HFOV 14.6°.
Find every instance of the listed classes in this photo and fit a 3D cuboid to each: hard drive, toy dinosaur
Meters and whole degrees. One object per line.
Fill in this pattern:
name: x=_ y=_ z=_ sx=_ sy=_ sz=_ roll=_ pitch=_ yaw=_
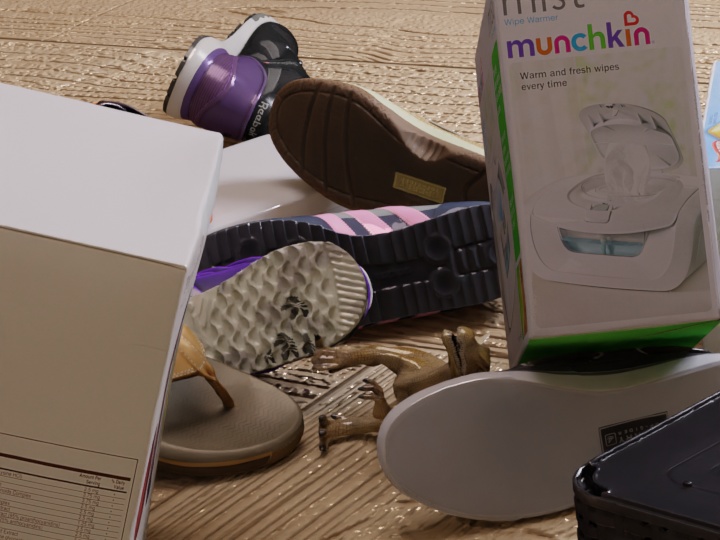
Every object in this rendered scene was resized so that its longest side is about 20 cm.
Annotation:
hard drive: x=-0.100 y=-0.039 z=1.754 sx=0.199 sy=0.027 sz=0.132 roll=-21 pitch=23 yaw=-34
toy dinosaur: x=0.028 y=0.058 z=1.404 sx=0.101 sy=0.059 sz=0.200 roll=-3 pitch=-2 yaw=1

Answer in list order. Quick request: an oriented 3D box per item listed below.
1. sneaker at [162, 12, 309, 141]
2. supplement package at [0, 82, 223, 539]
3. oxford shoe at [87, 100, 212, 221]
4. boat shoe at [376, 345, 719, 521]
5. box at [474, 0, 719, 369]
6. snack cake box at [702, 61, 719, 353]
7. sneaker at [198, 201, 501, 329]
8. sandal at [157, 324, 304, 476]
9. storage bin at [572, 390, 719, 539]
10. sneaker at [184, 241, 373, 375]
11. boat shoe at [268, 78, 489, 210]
sneaker: x=-0.066 y=-0.120 z=1.946 sx=0.087 sy=0.076 sz=0.200 roll=27 pitch=19 yaw=8
supplement package: x=-0.153 y=0.044 z=1.214 sx=0.146 sy=0.201 sz=0.191 roll=12 pitch=20 yaw=-2
oxford shoe: x=-0.161 y=-0.074 z=1.720 sx=0.071 sy=0.073 sz=0.200 roll=-23 pitch=25 yaw=-37
boat shoe: x=0.097 y=0.068 z=1.323 sx=0.199 sy=0.070 sz=0.066 roll=-11 pitch=12 yaw=-16
box: x=0.114 y=-0.046 z=1.373 sx=0.096 sy=0.177 sz=0.200 roll=-6 pitch=-7 yaw=0
snack cake box: x=0.216 y=-0.032 z=1.495 sx=0.067 sy=0.116 sz=0.200 roll=-2 pitch=20 yaw=10
sneaker: x=0.000 y=0.000 z=1.573 sx=0.199 sy=0.071 sz=0.082 roll=-3 pitch=2 yaw=1
sandal: x=-0.119 y=0.038 z=1.396 sx=0.199 sy=0.054 sz=0.080 roll=30 pitch=42 yaw=7
storage bin: x=0.195 y=0.121 z=1.097 sx=0.199 sy=0.094 sz=0.135 roll=14 pitch=28 yaw=43
sneaker: x=-0.086 y=0.034 z=1.489 sx=0.199 sy=0.070 sz=0.100 roll=-12 pitch=-1 yaw=8
boat shoe: x=0.036 y=-0.062 z=1.710 sx=0.200 sy=0.072 sz=0.076 roll=29 pitch=18 yaw=29
